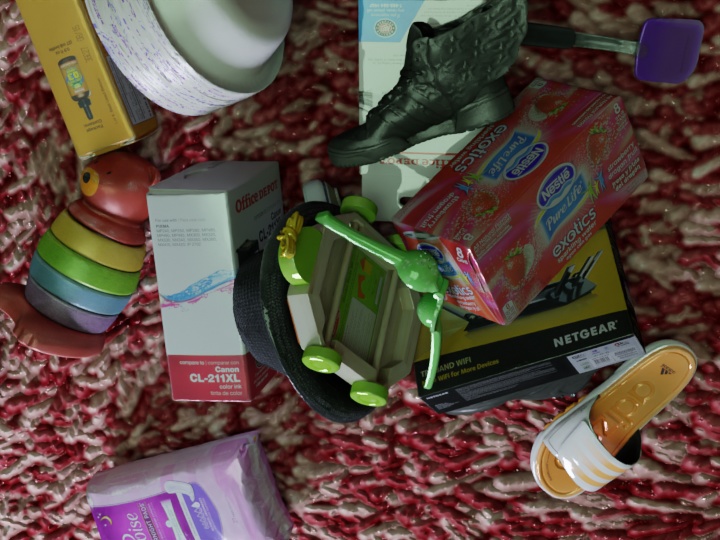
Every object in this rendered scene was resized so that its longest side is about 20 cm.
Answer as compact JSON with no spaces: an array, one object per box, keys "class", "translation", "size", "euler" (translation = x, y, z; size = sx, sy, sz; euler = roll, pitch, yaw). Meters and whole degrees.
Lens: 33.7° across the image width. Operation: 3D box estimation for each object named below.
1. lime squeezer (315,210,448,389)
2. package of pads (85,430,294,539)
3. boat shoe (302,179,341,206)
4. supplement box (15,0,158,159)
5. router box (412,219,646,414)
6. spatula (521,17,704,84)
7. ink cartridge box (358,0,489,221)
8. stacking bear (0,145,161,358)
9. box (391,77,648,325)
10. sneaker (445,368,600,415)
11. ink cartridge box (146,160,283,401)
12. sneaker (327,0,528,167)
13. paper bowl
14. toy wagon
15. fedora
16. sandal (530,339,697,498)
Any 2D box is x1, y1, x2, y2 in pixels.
[{"class":"lime squeezer","translation":[0.041,0.024,0.975],"size":[0.070,0.038,0.200],"euler":[-23,122,15]},{"class":"package of pads","translation":[-0.180,0.249,1.254],"size":[0.199,0.076,0.121],"euler":[-16,99,18]},{"class":"boat shoe","translation":[0.000,0.000,1.149],"size":[0.062,0.072,0.201],"euler":[-21,109,1]},{"class":"supplement box","translation":[-0.267,-0.213,1.144],"size":[0.066,0.069,0.201],"euler":[-16,100,18]},{"class":"router box","translation":[0.140,0.026,1.074],"size":[0.199,0.052,0.158],"euler":[-19,58,18]},{"class":"spatula","translation":[0.200,-0.197,1.027],"size":[0.199,0.021,0.057],"euler":[5,108,-5]},{"class":"ink cartridge box","translation":[0.060,-0.147,1.081],"size":[0.116,0.068,0.201],"euler":[3,106,12]},{"class":"stacking bear","translation":[-0.264,-0.026,1.177],"size":[0.121,0.114,0.200],"euler":[39,105,45]},{"class":"box","translation":[0.137,-0.062,1.005],"size":[0.100,0.200,0.096],"euler":[24,151,47]},{"class":"sneaker","translation":[0.165,0.094,1.117],"size":[0.200,0.076,0.091],"euler":[-24,136,15]},{"class":"ink cartridge box","translation":[-0.128,0.006,1.130],"size":[0.083,0.146,0.201],"euler":[0,106,16]},{"class":"sneaker","translation":[0.055,-0.164,1.007],"size":[0.199,0.060,0.104],"euler":[-16,110,11]},{"class":"paper bowl","translation":[-0.135,-0.243,1.022],"size":[0.104,0.201,0.201],"euler":[-18,101,30]},{"class":"toy wagon","translation":[-0.013,0.015,1.001],"size":[0.039,0.156,0.200],"euler":[-8,147,37]},{"class":"fedora","translation":[-0.048,0.039,1.062],"size":[0.091,0.200,0.201],"euler":[-6,106,37]},{"class":"sandal","translation":[0.237,0.149,1.119],"size":[0.079,0.059,0.207],"euler":[32,115,-14]}]
